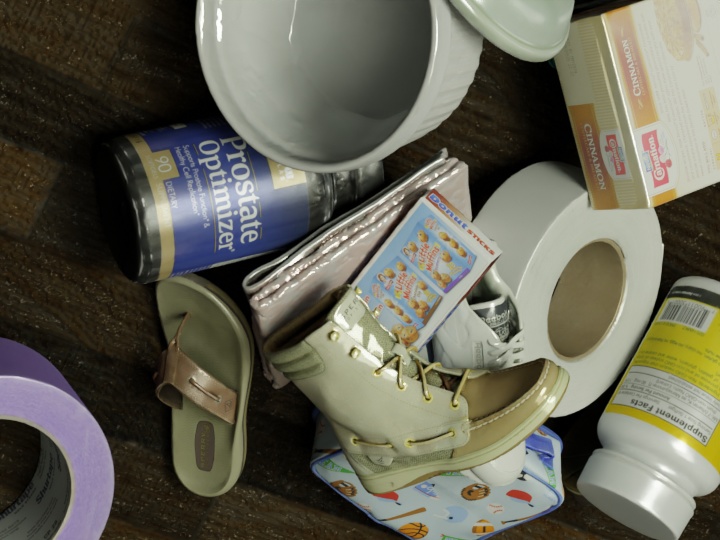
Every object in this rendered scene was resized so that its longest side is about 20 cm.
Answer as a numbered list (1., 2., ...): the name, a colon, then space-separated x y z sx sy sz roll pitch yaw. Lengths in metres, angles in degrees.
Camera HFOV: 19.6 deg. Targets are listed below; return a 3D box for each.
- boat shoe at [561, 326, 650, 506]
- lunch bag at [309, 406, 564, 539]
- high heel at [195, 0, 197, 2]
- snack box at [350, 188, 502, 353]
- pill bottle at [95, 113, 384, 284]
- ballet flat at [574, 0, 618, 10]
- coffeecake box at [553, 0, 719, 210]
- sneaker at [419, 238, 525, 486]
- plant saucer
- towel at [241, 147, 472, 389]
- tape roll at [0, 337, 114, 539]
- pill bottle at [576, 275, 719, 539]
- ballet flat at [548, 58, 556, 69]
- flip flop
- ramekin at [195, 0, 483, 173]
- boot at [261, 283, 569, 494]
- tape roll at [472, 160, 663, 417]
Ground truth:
1. boat shoe: 0.244 0.122 1.832 0.201 0.072 0.066 -49 153 -16
2. lunch bag: 0.069 0.151 1.709 0.160 0.076 0.200 -31 132 34
3. high heel: -0.084 -0.285 1.505 0.096 0.067 0.200 11 105 -30
4. snack box: 0.022 0.032 1.575 0.200 0.072 0.024 -52 171 33
5. pill bottle: -0.090 -0.064 1.565 0.200 0.112 0.112 -14 115 -20
6. ballet flat: 0.140 -0.225 1.643 0.200 0.057 0.067 -20 117 -17
7. coffeecake box: 0.259 -0.148 1.642 0.200 0.073 0.154 -20 100 -31
8. sneaker: 0.092 0.071 1.594 0.076 0.080 0.200 -27 102 -45
9. plant saucer: 0.098 -0.243 1.447 0.050 0.200 0.200 -29 128 31
10. towel: 0.000 0.000 1.623 0.200 0.032 0.191 -34 160 -10
11. tape roll: -0.292 0.155 1.571 0.200 0.085 0.200 -10 113 -23
12. pill bottle: 0.267 0.116 1.735 0.114 0.114 0.200 40 73 -32
13. ballet flat: 0.233 -0.173 1.715 0.200 0.072 0.072 18 101 -32
14. flip flop: -0.130 0.094 1.624 0.058 0.081 0.200 -39 137 -53
15. ramekin: -0.007 -0.173 1.478 0.105 0.200 0.201 -16 122 -57
16. boot: 0.038 0.073 1.527 0.200 0.072 0.155 -25 111 35
17. tape roll: 0.160 0.014 1.702 0.202 0.071 0.203 -23 123 -41
